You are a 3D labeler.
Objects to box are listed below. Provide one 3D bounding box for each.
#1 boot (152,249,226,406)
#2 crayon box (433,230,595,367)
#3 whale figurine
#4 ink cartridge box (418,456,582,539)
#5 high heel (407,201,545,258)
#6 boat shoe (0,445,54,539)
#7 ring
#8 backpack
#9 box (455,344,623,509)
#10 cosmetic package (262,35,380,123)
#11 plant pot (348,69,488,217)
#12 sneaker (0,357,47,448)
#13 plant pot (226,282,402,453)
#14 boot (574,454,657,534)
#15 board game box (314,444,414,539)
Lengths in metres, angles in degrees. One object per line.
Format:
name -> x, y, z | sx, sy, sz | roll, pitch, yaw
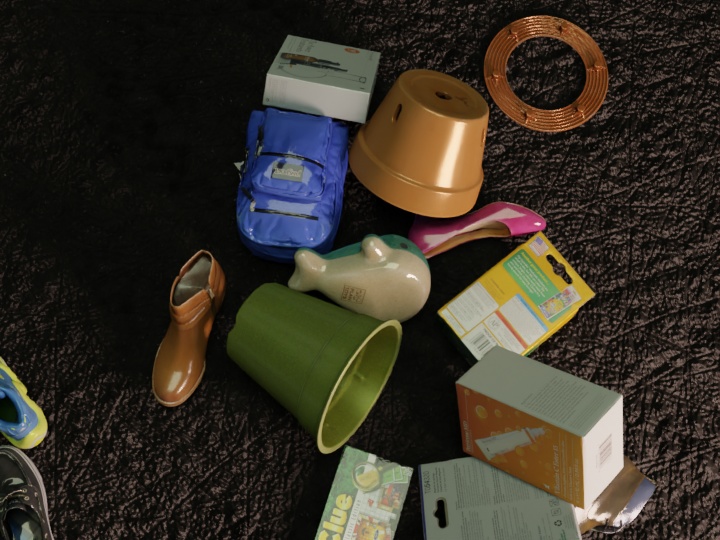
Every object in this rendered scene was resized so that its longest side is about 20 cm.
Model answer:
boot -> -0.241, 0.076, 1.532 | 0.073, 0.155, 0.202 | 16, 71, 2
crayon box -> 0.221, 0.055, 1.619 | 0.199, 0.052, 0.126 | -37, 77, -13
whale figurine -> 0.000, 0.000, 1.584 | 0.197, 0.160, 0.105 | 8, 43, -7
ink cartridge box -> 0.180, 0.319, 1.470 | 0.197, 0.044, 0.197 | -10, 33, 6
high heel -> 0.168, -0.049, 1.637 | 0.197, 0.068, 0.097 | 7, 61, 5
boat shoe -> -0.450, 0.322, 1.485 | 0.069, 0.066, 0.202 | -17, 73, -9
ring -> 0.292, -0.312, 1.763 | 0.197, 0.019, 0.203 | 1, 72, -2
backpack -> -0.105, -0.118, 1.602 | 0.160, 0.168, 0.203 | 7, 76, 6
box -> 0.234, 0.202, 1.476 | 0.199, 0.126, 0.097 | 20, 43, 38
cosmetic package -> -0.053, -0.284, 1.656 | 0.149, 0.052, 0.201 | 12, 28, -1
plant pot -> 0.095, -0.191, 1.600 | 0.197, 0.141, 0.201 | 14, 34, -10
sneaker -> -0.502, 0.153, 1.519 | 0.199, 0.105, 0.076 | 40, 74, 9
plant pot -> -0.074, 0.111, 1.529 | 0.189, 0.201, 0.201 | 29, 72, 20
boot -> 0.320, 0.334, 1.518 | 0.096, 0.075, 0.201 | 31, 71, 11
board game box -> -0.004, 0.349, 1.524 | 0.103, 0.024, 0.202 | 16, 71, 5
